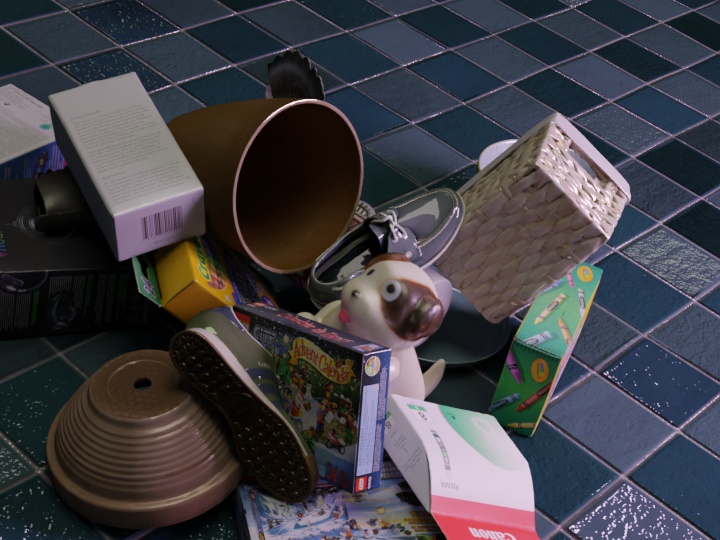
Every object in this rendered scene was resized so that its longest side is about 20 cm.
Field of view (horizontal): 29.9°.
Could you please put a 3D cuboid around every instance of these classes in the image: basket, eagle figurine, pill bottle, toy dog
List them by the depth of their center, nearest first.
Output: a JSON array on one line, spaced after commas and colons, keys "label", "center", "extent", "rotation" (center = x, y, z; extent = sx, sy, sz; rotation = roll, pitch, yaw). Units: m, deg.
[{"label": "toy dog", "center": [0.019, 0.083, 1.396], "extent": [0.193, 0.200, 0.140], "rotation": [0, 38, -20]}, {"label": "basket", "center": [0.184, -0.054, 1.516], "extent": [0.136, 0.200, 0.123], "rotation": [45, 32, -8]}, {"label": "pill bottle", "center": [0.000, 0.000, 1.537], "extent": [0.200, 0.110, 0.109], "rotation": [34, 39, 27]}, {"label": "eagle figurine", "center": [-0.104, -0.149, 1.640], "extent": [0.151, 0.151, 0.200], "rotation": [15, 64, 39]}]

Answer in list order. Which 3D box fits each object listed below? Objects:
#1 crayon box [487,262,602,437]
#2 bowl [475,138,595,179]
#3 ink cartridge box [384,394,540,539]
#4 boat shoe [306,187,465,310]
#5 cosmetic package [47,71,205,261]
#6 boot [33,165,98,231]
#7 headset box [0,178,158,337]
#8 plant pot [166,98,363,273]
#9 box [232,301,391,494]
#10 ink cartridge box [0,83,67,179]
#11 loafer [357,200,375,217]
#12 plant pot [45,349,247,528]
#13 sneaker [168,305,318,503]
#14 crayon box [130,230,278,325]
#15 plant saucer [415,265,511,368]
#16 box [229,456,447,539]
[{"label": "crayon box", "center": [0.212, 0.082, 1.539], "extent": [0.058, 0.119, 0.200], "rotation": [23, 35, 11]}, {"label": "bowl", "center": [0.236, -0.076, 1.775], "extent": [0.199, 0.108, 0.200], "rotation": [10, 35, -7]}, {"label": "ink cartridge box", "center": [0.117, 0.212, 1.339], "extent": [0.161, 0.050, 0.200], "rotation": [17, 24, -41]}, {"label": "boat shoe", "center": [0.028, -0.029, 1.447], "extent": [0.200, 0.062, 0.073], "rotation": [-34, 66, -7]}, {"label": "cosmetic package", "center": [-0.247, -0.112, 1.421], "extent": [0.101, 0.071, 0.200], "rotation": [-19, 53, -19]}, {"label": "boot", "center": [-0.308, -0.120, 1.508], "extent": [0.138, 0.078, 0.200], "rotation": [-6, 40, -21]}, {"label": "headset box", "center": [-0.324, -0.019, 1.504], "extent": [0.199, 0.093, 0.174], "rotation": [-2, 39, -24]}, {"label": "plant pot", "center": [-0.132, -0.110, 1.483], "extent": [0.200, 0.187, 0.186], "rotation": [18, 29, 41]}, {"label": "box", "center": [-0.055, 0.119, 1.315], "extent": [0.038, 0.137, 0.200], "rotation": [-8, 17, -42]}, {"label": "ink cartridge box", "center": [-0.458, -0.143, 1.641], "extent": [0.136, 0.077, 0.200], "rotation": [31, 36, 22]}, {"label": "loafer", "center": [-0.056, -0.068, 1.706], "extent": [0.200, 0.070, 0.075], "rotation": [30, 67, 37]}, {"label": "plant pot", "center": [-0.205, 0.142, 1.294], "extent": [0.200, 0.093, 0.201], "rotation": [-1, 37, 1]}, {"label": "sneaker", "center": [-0.096, 0.117, 1.282], "extent": [0.200, 0.067, 0.090], "rotation": [54, 28, -13]}, {"label": "crayon box", "center": [-0.161, 0.018, 1.447], "extent": [0.200, 0.052, 0.126], "rotation": [40, 19, -40]}, {"label": "plant saucer", "center": [0.080, 0.054, 1.610], "extent": [0.199, 0.027, 0.200], "rotation": [10, 36, -7]}, {"label": "box", "center": [-0.019, 0.241, 1.303], "extent": [0.199, 0.040, 0.137], "rotation": [2, 36, -17]}]
